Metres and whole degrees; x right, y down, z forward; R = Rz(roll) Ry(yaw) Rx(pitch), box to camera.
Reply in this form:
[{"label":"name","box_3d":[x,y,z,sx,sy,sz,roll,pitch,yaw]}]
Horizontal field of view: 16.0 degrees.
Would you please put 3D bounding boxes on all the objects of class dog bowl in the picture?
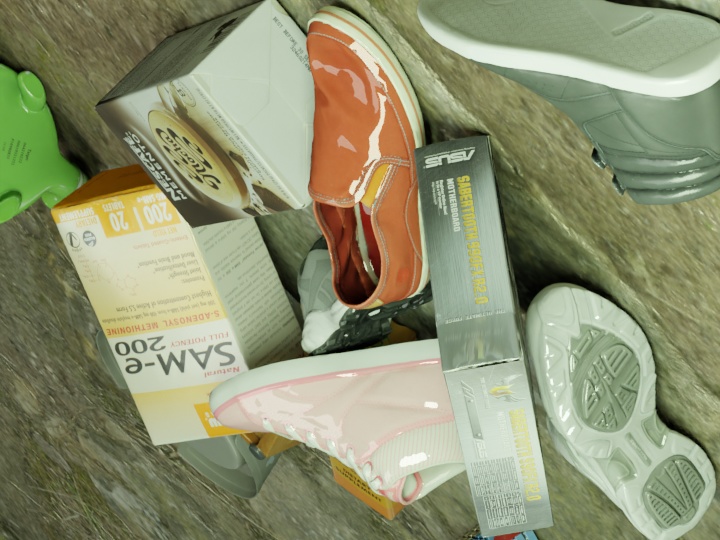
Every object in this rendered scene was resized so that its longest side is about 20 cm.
[{"label":"dog bowl","box_3d":[-0.143,0.108,2.250,0.200,0.059,0.200,40,160,18]}]

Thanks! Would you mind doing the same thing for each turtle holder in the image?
[{"label":"turtle holder","box_3d":[-0.312,-0.106,2.089,0.132,0.184,0.142,173,87,-66]}]

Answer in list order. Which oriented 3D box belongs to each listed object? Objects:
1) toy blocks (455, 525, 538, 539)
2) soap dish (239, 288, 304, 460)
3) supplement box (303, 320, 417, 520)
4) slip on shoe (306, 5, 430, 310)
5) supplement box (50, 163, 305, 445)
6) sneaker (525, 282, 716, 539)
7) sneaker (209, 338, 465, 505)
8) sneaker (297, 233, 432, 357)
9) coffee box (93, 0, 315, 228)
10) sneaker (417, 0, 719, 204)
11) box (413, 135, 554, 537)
[{"label":"toy blocks","box_3d":[0.109,0.262,2.001,0.137,0.100,0.200,60,159,-6]},{"label":"soap dish","box_3d":[-0.102,0.054,2.015,0.200,0.081,0.157,43,161,5]},{"label":"supplement box","box_3d":[0.010,0.103,1.902,0.066,0.069,0.200,33,155,26]},{"label":"slip on shoe","box_3d":[-0.001,-0.064,1.548,0.074,0.061,0.201,19,130,41]},{"label":"supplement box","box_3d":[-0.127,0.020,1.878,0.125,0.073,0.201,-11,110,38]},{"label":"sneaker","box_3d":[0.139,0.083,1.576,0.099,0.078,0.201,28,153,52]},{"label":"sneaker","box_3d":[-0.011,0.113,1.760,0.199,0.105,0.075,-10,166,19]},{"label":"sneaker","box_3d":[0.000,0.000,1.710,0.200,0.074,0.080,-38,68,64]},{"label":"coffee box","box_3d":[-0.084,-0.099,1.667,0.113,0.080,0.200,50,161,-13]},{"label":"sneaker","box_3d":[0.111,-0.089,1.284,0.199,0.071,0.100,22,145,42]},{"label":"box","box_3d":[0.074,0.042,1.530,0.200,0.048,0.159,75,-174,-55]}]
